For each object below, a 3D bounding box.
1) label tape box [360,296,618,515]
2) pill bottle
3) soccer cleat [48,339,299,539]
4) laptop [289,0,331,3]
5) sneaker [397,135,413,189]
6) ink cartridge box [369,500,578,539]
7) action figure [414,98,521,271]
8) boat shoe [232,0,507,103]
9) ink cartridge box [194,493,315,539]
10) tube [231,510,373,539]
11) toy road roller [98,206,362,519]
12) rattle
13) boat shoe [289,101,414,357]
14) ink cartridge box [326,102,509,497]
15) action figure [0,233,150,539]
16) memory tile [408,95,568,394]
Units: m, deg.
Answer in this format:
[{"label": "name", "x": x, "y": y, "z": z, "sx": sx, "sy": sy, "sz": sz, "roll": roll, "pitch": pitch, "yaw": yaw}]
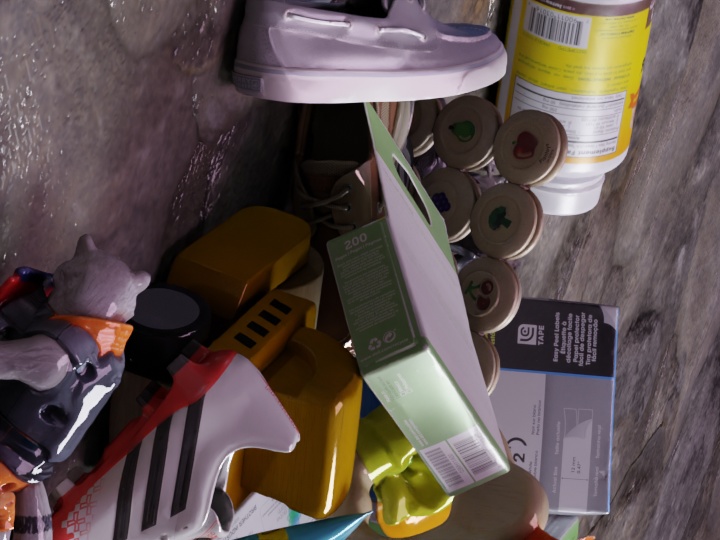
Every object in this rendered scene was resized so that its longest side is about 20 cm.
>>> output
[{"label": "label tape box", "x": 0.071, "y": 0.089, "z": 1.647, "sx": 0.066, "sy": 0.198, "sz": 0.145, "roll": 164, "pitch": -70, "yaw": -73}, {"label": "pill bottle", "x": 0.160, "y": -0.148, "z": 1.855, "sx": 0.109, "sy": 0.109, "sz": 0.201, "roll": -44, "pitch": 147, "yaw": -53}, {"label": "soccer cleat", "x": -0.115, "y": 0.126, "z": 1.287, "sx": 0.200, "sy": 0.085, "sz": 0.069, "roll": -47, "pitch": 180, "yaw": 17}, {"label": "laptop", "x": 0.049, "y": -0.247, "z": 1.441, "sx": 0.200, "sy": 0.115, "sz": 0.188, "roll": -51, "pitch": 152, "yaw": -46}, {"label": "sneaker", "x": 0.000, "y": 0.000, "z": 1.568, "sx": 0.070, "sy": 0.083, "sz": 0.201, "roll": 12, "pitch": 98, "yaw": -37}, {"label": "ink cartridge box", "x": 0.040, "y": 0.184, "z": 1.688, "sx": 0.104, "sy": 0.199, "sz": 0.060, "roll": -35, "pitch": 139, "yaw": -61}, {"label": "action figure", "x": 0.070, "y": -0.037, "z": 1.717, "sx": 0.119, "sy": 0.101, "sz": 0.201, "roll": -72, "pitch": 168, "yaw": -50}, {"label": "boat shoe", "x": 0.009, "y": -0.140, "z": 1.438, "sx": 0.199, "sy": 0.072, "sz": 0.069, "roll": -6, "pitch": 108, "yaw": -34}, {"label": "ink cartridge box", "x": -0.077, "y": 0.223, "z": 1.501, "sx": 0.136, "sy": 0.076, "sz": 0.201, "roll": -44, "pitch": 127, "yaw": -52}, {"label": "tube", "x": -0.088, "y": 0.177, "z": 1.369, "sx": 0.077, "sy": 0.199, "sz": 0.051, "roll": 144, "pitch": -75, "yaw": -79}, {"label": "toy road roller", "x": -0.054, "y": 0.064, "z": 1.396, "sx": 0.200, "sy": 0.145, "sz": 0.124, "roll": -43, "pitch": 147, "yaw": -54}, {"label": "rattle", "x": 0.074, "y": 0.172, "z": 1.490, "sx": 0.130, "sy": 0.199, "sz": 0.144, "roll": -44, "pitch": 137, "yaw": -33}, {"label": "boat shoe", "x": -0.015, "y": -0.047, "z": 1.501, "sx": 0.072, "sy": 0.075, "sz": 0.202, "roll": 25, "pitch": 65, "yaw": -62}, {"label": "ink cartridge box", "x": 0.027, "y": 0.014, "z": 1.441, "sx": 0.146, "sy": 0.048, "sz": 0.201, "roll": 55, "pitch": 15, "yaw": -49}, {"label": "action figure", "x": -0.155, "y": 0.077, "z": 1.202, "sx": 0.195, "sy": 0.104, "sz": 0.200, "roll": -65, "pitch": 161, "yaw": 10}, {"label": "memory tile", "x": 0.048, "y": -0.019, "z": 1.600, "sx": 0.017, "sy": 0.153, "sz": 0.202, "roll": 16, "pitch": 90, "yaw": -55}]
